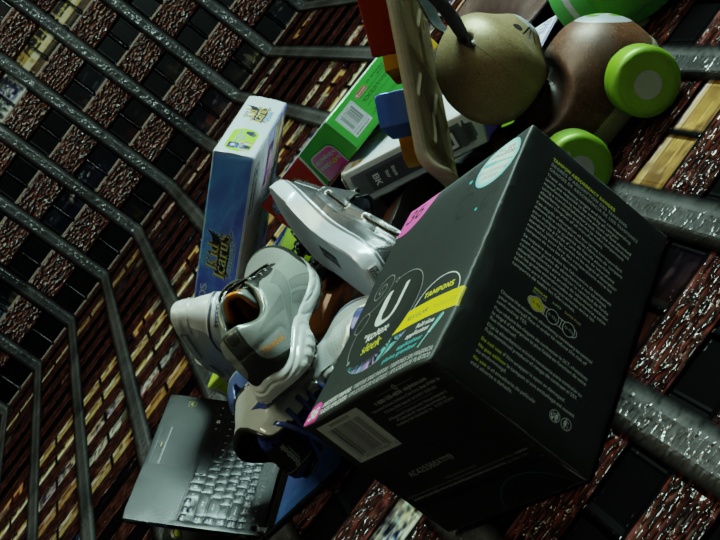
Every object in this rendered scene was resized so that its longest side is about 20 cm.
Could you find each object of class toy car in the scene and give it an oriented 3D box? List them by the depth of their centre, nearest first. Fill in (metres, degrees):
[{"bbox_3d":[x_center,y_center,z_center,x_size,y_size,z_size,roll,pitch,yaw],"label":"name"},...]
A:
[{"bbox_3d":[0.122,-0.169,1.172,0.158,0.200,0.164,-52,15,6],"label":"toy car"}]

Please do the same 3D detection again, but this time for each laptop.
[{"bbox_3d":[-0.098,0.143,1.334,0.178,0.199,0.104,-74,-11,-56],"label":"laptop"}]

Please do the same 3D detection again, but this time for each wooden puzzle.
[{"bbox_3d":[0.037,-0.153,1.189,0.046,0.201,0.185,-16,-7,9],"label":"wooden puzzle"}]

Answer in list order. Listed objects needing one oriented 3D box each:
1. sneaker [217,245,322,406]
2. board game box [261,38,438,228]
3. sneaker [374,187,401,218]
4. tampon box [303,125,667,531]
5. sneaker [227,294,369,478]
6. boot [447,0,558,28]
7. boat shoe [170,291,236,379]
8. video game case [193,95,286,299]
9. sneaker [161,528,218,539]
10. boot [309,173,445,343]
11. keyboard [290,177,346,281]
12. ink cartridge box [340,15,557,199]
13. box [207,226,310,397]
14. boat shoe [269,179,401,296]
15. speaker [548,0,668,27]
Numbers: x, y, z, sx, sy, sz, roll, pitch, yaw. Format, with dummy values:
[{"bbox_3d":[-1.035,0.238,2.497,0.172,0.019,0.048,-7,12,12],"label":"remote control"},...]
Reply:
[{"bbox_3d":[-0.081,0.027,1.252,0.074,0.079,0.200,-39,24,16],"label":"sneaker"},{"bbox_3d":[-0.013,-0.140,1.464,0.153,0.040,0.200,-54,4,-29],"label":"board game box"},{"bbox_3d":[0.051,-0.113,1.545,0.084,0.075,0.200,-41,23,18],"label":"sneaker"},{"bbox_3d":[0.083,0.039,0.962,0.150,0.126,0.201,-34,24,50],"label":"tampon box"},{"bbox_3d":[-0.032,0.111,1.237,0.199,0.081,0.115,-30,31,25],"label":"sneaker"},{"bbox_3d":[0.156,-0.262,1.533,0.200,0.072,0.167,-45,14,17],"label":"boot"},{"bbox_3d":[-0.131,0.070,1.430,0.200,0.065,0.072,56,-143,-72],"label":"boat shoe"},{"bbox_3d":[-0.125,-0.056,1.526,0.181,0.045,0.201,-71,-8,-66],"label":"video game case"},{"bbox_3d":[-0.159,0.201,1.451,0.085,0.074,0.200,-49,15,20],"label":"sneaker"},{"bbox_3d":[0.000,0.000,1.413,0.200,0.068,0.189,-28,35,50],"label":"boot"},{"bbox_3d":[-0.035,-0.050,1.437,0.104,0.040,0.200,-47,14,19],"label":"keyboard"},{"bbox_3d":[0.095,-0.152,1.390,0.199,0.044,0.198,-26,15,28],"label":"ink cartridge box"},{"bbox_3d":[-0.098,0.038,1.616,0.201,0.047,0.122,-67,8,-18],"label":"box"},{"bbox_3d":[-0.012,-0.041,1.305,0.066,0.070,0.200,-35,33,-12],"label":"boat shoe"},{"bbox_3d":[0.249,-0.278,1.254,0.200,0.088,0.089,-40,19,41],"label":"speaker"}]
